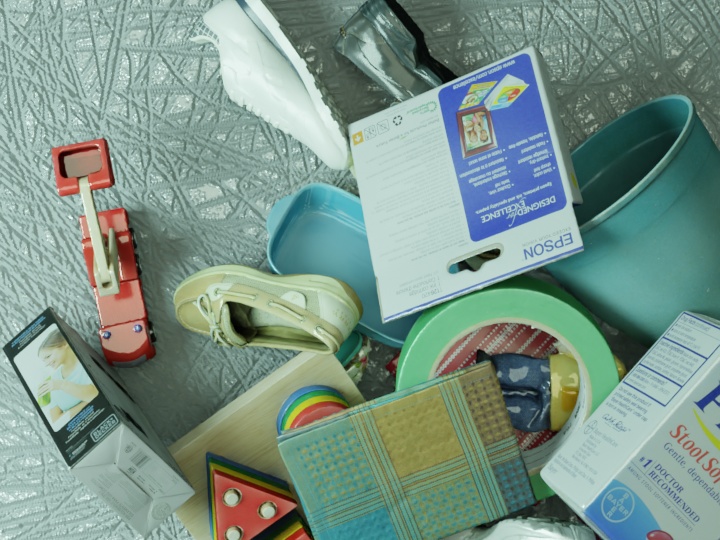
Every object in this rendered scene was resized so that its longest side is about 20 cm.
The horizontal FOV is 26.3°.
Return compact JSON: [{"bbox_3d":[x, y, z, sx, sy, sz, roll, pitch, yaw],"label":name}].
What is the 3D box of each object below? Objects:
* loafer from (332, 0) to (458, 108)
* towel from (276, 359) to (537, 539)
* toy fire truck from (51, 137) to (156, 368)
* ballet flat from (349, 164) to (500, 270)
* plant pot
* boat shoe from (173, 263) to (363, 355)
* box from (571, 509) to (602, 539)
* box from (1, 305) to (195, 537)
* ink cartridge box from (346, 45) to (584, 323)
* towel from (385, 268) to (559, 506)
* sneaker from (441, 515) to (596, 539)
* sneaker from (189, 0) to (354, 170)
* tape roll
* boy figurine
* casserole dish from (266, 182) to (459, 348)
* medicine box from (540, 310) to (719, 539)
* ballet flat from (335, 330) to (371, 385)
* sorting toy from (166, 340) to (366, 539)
[{"bbox_3d":[0.056,-0.167,1.463,0.072,0.073,0.201,-38,86,18],"label":"loafer"},{"bbox_3d":[0.042,0.174,1.344,0.198,0.022,0.148,-20,108,-2],"label":"towel"},{"bbox_3d":[-0.229,-0.011,1.397,0.048,0.141,0.202,-11,88,-3],"label":"toy fire truck"},{"bbox_3d":[0.072,-0.070,1.444,0.199,0.062,0.068,35,85,6],"label":"ballet flat"},{"bbox_3d":[0.274,-0.024,1.409,0.200,0.200,0.188,-43,106,-4],"label":"plant pot"},{"bbox_3d":[-0.094,0.043,1.395,0.199,0.074,0.063,4,45,29],"label":"boat shoe"},{"bbox_3d":[0.333,0.231,1.438,0.200,0.097,0.176,-39,90,-4],"label":"box"},{"bbox_3d":[-0.232,0.130,1.351,0.060,0.200,0.117,-41,131,-3],"label":"box"},{"bbox_3d":[0.094,-0.071,1.366,0.196,0.047,0.202,-20,68,22],"label":"ink cartridge box"},{"bbox_3d":[0.142,0.108,1.471,0.200,0.022,0.145,43,86,0],"label":"towel"},{"bbox_3d":[0.138,0.274,1.385,0.077,0.199,0.101,8,74,-37],"label":"sneaker"},{"bbox_3d":[-0.078,-0.169,1.454,0.080,0.076,0.201,-36,83,5],"label":"sneaker"},{"bbox_3d":[0.130,0.107,1.371,0.198,0.048,0.203,0,104,1],"label":"tape roll"},{"bbox_3d":[0.203,0.121,1.431,0.198,0.064,0.126,6,87,2],"label":"boy figurine"},{"bbox_3d":[0.000,0.000,1.441,0.199,0.039,0.122,28,58,-1],"label":"casserole dish"},{"bbox_3d":[0.291,0.172,1.317,0.182,0.103,0.200,44,88,-17],"label":"medicine box"},{"bbox_3d":[-0.063,0.135,1.446,0.199,0.076,0.064,-37,121,0],"label":"ballet flat"},{"bbox_3d":[-0.057,0.204,1.392,0.199,0.070,0.200,-35,115,-2],"label":"sorting toy"}]
